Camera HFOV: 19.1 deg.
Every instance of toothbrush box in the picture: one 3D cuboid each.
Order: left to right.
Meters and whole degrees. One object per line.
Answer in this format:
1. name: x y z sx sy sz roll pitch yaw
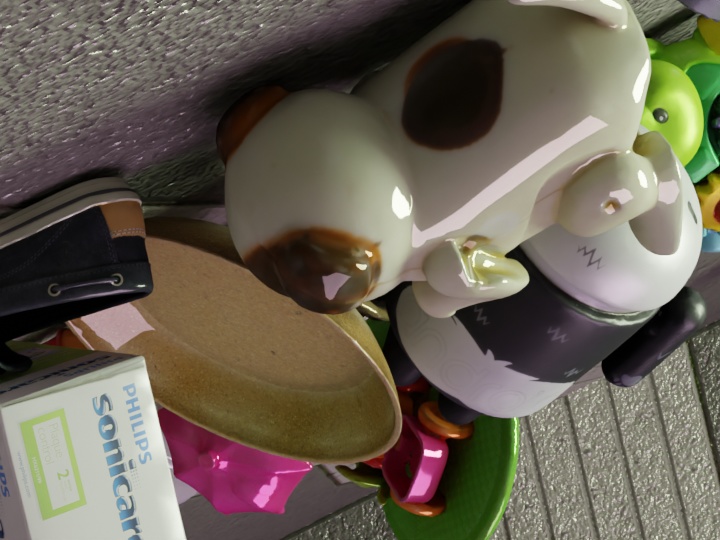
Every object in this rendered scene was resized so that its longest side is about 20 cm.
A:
1. toothbrush box: -0.175 0.117 1.077 0.086 0.146 0.200 -19 -167 -35

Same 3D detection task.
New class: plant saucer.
1. plant saucer: -0.064 0.030 1.098 0.035 0.200 0.200 -63 -171 -28

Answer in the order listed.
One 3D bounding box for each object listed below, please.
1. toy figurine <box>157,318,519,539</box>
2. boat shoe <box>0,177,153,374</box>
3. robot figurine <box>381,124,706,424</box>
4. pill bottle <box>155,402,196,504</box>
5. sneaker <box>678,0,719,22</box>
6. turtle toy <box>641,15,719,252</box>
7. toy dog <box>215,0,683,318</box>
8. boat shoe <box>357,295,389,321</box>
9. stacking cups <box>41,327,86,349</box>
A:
1. toy figurine: -0.035 0.083 1.262 0.184 0.200 0.150 7 114 -31
2. boat shoe: -0.186 0.024 1.009 0.200 0.062 0.075 -26 172 9
3. robot figurine: 0.093 -0.001 1.145 0.150 0.125 0.200 1 147 -40
4. pill bottle: -0.163 0.113 1.360 0.200 0.113 0.113 -34 166 38
5. sneaker: 0.214 -0.172 1.013 0.200 0.070 0.082 -20 152 -42
6. turtle toy: 0.193 -0.077 1.229 0.146 0.101 0.200 -39 141 27
7. toy dog: 0.036 -0.047 0.976 0.200 0.140 0.194 -23 165 -6
8. boat shoe: 0.000 0.000 1.294 0.072 0.072 0.200 -22 169 -17
9. stacking cups: -0.111 0.030 1.234 0.200 0.061 0.060 -26 170 16
